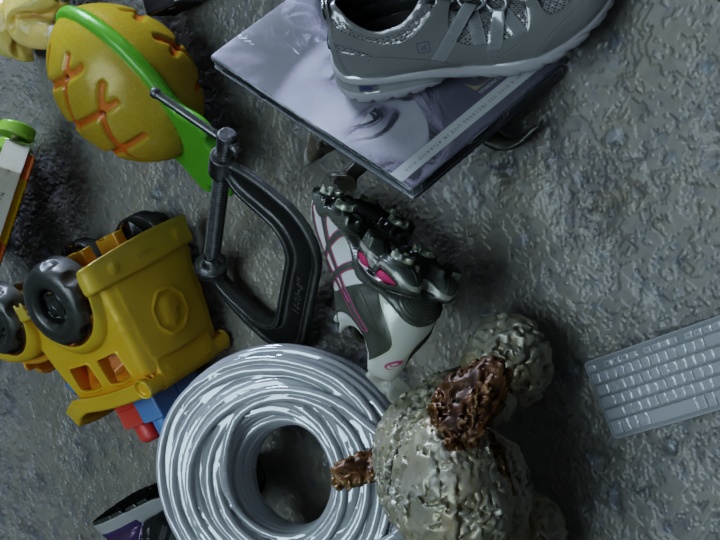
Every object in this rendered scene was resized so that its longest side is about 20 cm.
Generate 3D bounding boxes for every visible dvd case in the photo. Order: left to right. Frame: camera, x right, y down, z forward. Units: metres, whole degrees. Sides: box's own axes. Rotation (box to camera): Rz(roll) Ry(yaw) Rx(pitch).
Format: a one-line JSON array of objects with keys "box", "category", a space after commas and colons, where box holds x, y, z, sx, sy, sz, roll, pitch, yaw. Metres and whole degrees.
[{"box": [0.016, -0.141, 1.166, 0.200, 0.149, 0.016, 36, 153, 31], "category": "dvd case"}]

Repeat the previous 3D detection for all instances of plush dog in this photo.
[{"box": [0.059, 0.136, 1.121, 0.160, 0.172, 0.200, -5, 94, -1], "category": "plush dog"}]

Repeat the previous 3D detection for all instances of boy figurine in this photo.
[{"box": [-0.263, -0.235, 1.436, 0.200, 0.064, 0.125, -40, 52, 40], "category": "boy figurine"}]

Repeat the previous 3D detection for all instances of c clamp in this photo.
[{"box": [-0.092, -0.030, 1.305, 0.171, 0.027, 0.200, 35, 144, 23], "category": "c clamp"}]

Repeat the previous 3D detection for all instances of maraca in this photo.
[{"box": [-0.171, -0.135, 1.350, 0.200, 0.107, 0.137, 42, 166, 13], "category": "maraca"}]

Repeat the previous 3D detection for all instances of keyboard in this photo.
[{"box": [0.215, 0.063, 1.079, 0.200, 0.011, 0.056, -27, 78, 54], "category": "keyboard"}]

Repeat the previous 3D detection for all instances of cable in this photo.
[{"box": [-0.052, 0.153, 1.278, 0.200, 0.069, 0.200, -42, 79, 16], "category": "cable"}]

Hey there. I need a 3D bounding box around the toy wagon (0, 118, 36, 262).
[{"box": [-0.325, -0.044, 1.504, 0.200, 0.039, 0.155, 149, 138, -74], "category": "toy wagon"}]

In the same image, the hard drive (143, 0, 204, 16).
[{"box": [-0.108, -0.294, 1.311, 0.200, 0.038, 0.140, -20, 85, 43], "category": "hard drive"}]

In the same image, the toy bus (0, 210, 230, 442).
[{"box": [-0.206, 0.066, 1.416, 0.200, 0.136, 0.192, -17, 102, 44], "category": "toy bus"}]

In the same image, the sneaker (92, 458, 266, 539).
[{"box": [-0.133, 0.213, 1.415, 0.200, 0.076, 0.088, -25, 96, 45], "category": "sneaker"}]

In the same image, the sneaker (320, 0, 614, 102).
[{"box": [0.069, -0.169, 1.099, 0.200, 0.082, 0.075, -19, 51, 8], "category": "sneaker"}]

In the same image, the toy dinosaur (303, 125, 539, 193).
[{"box": [0.026, -0.111, 1.194, 0.200, 0.102, 0.077, -11, 130, 28], "category": "toy dinosaur"}]

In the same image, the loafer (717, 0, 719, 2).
[{"box": [0.260, -0.222, 0.979, 0.200, 0.076, 0.068, -35, 75, 50], "category": "loafer"}]

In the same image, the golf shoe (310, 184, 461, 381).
[{"box": [0.000, 0.000, 1.193, 0.200, 0.077, 0.088, -124, 52, -63], "category": "golf shoe"}]
